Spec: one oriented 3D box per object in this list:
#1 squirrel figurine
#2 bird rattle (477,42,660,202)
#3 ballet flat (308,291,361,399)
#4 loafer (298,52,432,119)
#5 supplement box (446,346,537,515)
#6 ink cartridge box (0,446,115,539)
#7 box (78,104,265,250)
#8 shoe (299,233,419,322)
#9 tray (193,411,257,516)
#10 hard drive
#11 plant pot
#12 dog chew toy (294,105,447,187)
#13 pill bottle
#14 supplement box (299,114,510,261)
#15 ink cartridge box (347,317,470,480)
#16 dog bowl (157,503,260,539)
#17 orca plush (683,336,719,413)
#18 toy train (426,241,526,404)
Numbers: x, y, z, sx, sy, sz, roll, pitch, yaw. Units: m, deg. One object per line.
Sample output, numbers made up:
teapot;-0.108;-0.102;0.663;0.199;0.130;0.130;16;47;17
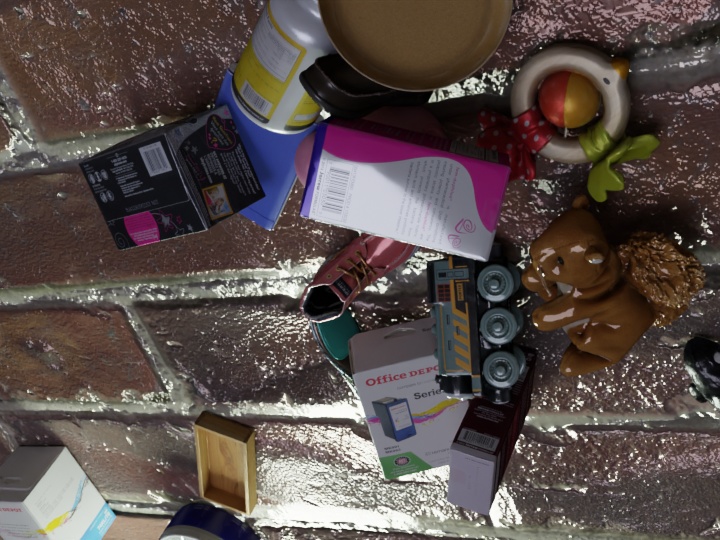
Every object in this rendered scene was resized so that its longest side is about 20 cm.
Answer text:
squirrel figurine;0.278;-0.001;1.175;0.199;0.142;0.187;-11;136;14
bird rattle;0.219;-0.165;1.132;0.199;0.112;0.164;19;124;30
ballet flat;-0.023;0.115;1.497;0.074;0.074;0.201;-19;113;38
loafer;0.016;-0.214;1.116;0.073;0.199;0.071;51;130;17
supplement box;0.172;0.201;1.365;0.060;0.200;0.109;15;133;18
ink cartridge box;-0.610;0.462;2.044;0.146;0.146;0.201;-6;124;32
box;-0.241;-0.118;1.345;0.199;0.115;0.133;-9;108;44
shoe;0.000;0.000;1.364;0.071;0.091;0.200;45;134;-13
tray;-0.229;0.333;1.810;0.098;0.037;0.201;17;132;15
hard drive;-0.138;-0.154;1.354;0.131;0.025;0.200;31;135;1
plant pot;0.054;-0.279;1.064;0.200;0.201;0.027;36;177;-4
dog chew toy;0.004;-0.131;1.237;0.199;0.125;0.125;0;128;38
pill bottle;-0.061;-0.254;1.167;0.112;0.112;0.200;35;135;-3
supplement box;0.049;-0.089;1.100;0.199;0.103;0.102;15;105;4
ink cartridge box;0.075;0.174;1.439;0.144;0.088;0.201;-13;122;3
dog bowl;-0.279;0.532;1.974;0.199;0.079;0.201;15;132;17
orca plush;0.453;0.174;1.282;0.105;0.071;0.201;-11;121;35
toy train;0.143;0.066;1.309;0.113;0.085;0.202;-3;95;17
